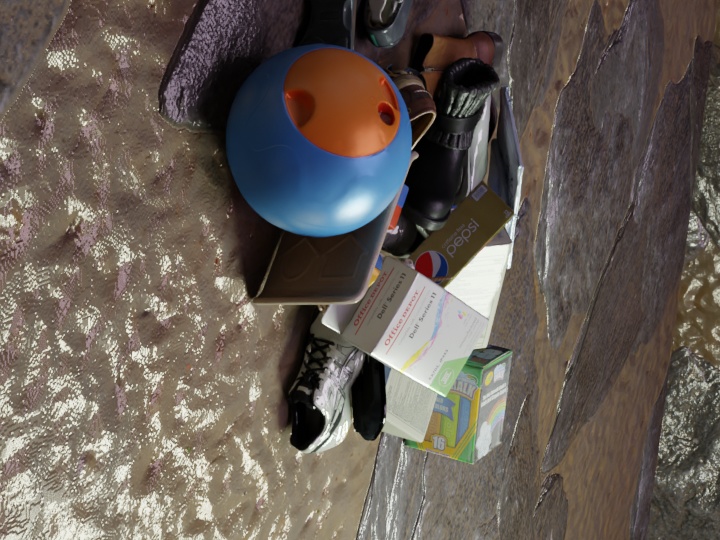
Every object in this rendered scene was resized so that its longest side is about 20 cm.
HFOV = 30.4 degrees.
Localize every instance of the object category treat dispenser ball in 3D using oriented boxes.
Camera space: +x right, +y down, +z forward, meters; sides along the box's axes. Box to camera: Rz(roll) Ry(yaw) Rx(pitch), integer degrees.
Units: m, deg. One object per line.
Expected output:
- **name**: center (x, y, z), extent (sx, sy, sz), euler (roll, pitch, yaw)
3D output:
- **treat dispenser ball**: center (-0.044, -0.137, 1.403), extent (0.201, 0.198, 0.204), euler (-37, 133, -54)

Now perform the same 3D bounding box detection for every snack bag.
- **snack bag**: center (0.206, -0.133, 1.911), extent (0.202, 0.021, 0.190), euler (92, -4, -45)

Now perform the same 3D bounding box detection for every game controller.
- **game controller**: center (0.013, 0.115, 1.716), extent (0.104, 0.042, 0.203), euler (130, -39, -60)

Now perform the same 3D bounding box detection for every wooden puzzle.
- **wooden puzzle**: center (-0.022, -0.041, 1.513), extent (0.046, 0.184, 0.202), euler (38, 66, -33)

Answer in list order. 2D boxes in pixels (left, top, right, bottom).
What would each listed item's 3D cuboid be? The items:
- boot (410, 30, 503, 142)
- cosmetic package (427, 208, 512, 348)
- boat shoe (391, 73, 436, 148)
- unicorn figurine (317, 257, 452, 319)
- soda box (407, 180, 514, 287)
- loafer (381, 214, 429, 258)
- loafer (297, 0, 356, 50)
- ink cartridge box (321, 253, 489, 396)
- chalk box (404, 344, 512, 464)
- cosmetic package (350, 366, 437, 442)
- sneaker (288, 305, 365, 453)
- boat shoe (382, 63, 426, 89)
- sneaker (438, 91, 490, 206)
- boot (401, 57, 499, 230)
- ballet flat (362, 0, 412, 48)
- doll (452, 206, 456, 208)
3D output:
- **boot**: center (0.132, -0.247, 1.889), extent (0.199, 0.068, 0.191), euler (-20, 130, -55)
- **cosmetic package**: center (0.142, 0.015, 1.897), extent (0.088, 0.102, 0.202), euler (-111, -156, -46)
- **boat shoe**: center (0.020, -0.142, 1.604), extent (0.072, 0.068, 0.201), euler (13, 123, -46)
- **unicorn figurine**: center (0.000, 0.000, 1.654), extent (0.199, 0.073, 0.139), euler (-34, 100, -36)
- **soda box**: center (0.114, -0.023, 1.754), extent (0.200, 0.064, 0.068), euler (-45, 175, 0)
- **loafer**: center (0.042, -0.058, 1.768), extent (0.200, 0.069, 0.071), euler (21, 82, -65)
- **loafer**: center (-0.031, -0.268, 1.532), extent (0.063, 0.071, 0.203), euler (19, 81, -70)
- **ink cartridge box**: center (0.056, 0.062, 1.618), extent (0.199, 0.067, 0.118), euler (31, 88, -43)
- **chalk box**: center (0.152, 0.174, 2.041), extent (0.124, 0.122, 0.203), euler (-17, 115, -60)
- **cosmetic package**: center (0.041, 0.167, 1.859), extent (0.200, 0.072, 0.105), euler (42, 63, -61)
- **sneaker**: center (-0.047, 0.135, 1.660), extent (0.087, 0.075, 0.203), euler (-14, 111, -57)
- **boat shoe**: center (0.032, -0.231, 1.685), extent (0.200, 0.070, 0.092), euler (51, 54, -68)
- **sneaker**: center (0.149, -0.190, 1.855), extent (0.080, 0.076, 0.203), euler (-3, 106, -57)
- **boot**: center (0.111, -0.168, 1.705), extent (0.212, 0.079, 0.159), euler (-77, -168, -49)
- **ballet flat**: center (0.044, -0.378, 1.642), extent (0.073, 0.072, 0.203), euler (14, 90, -65)
- **doll**: center (0.127, -0.128, 1.939), extent (0.137, 0.048, 0.200), euler (-50, 147, -10)
